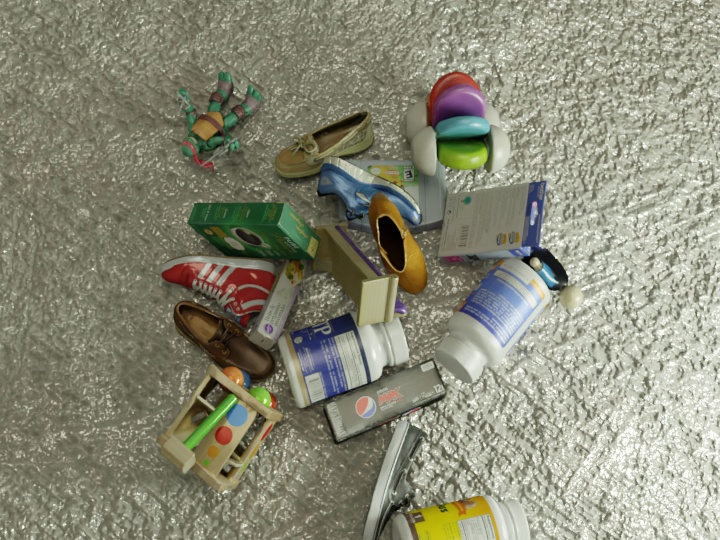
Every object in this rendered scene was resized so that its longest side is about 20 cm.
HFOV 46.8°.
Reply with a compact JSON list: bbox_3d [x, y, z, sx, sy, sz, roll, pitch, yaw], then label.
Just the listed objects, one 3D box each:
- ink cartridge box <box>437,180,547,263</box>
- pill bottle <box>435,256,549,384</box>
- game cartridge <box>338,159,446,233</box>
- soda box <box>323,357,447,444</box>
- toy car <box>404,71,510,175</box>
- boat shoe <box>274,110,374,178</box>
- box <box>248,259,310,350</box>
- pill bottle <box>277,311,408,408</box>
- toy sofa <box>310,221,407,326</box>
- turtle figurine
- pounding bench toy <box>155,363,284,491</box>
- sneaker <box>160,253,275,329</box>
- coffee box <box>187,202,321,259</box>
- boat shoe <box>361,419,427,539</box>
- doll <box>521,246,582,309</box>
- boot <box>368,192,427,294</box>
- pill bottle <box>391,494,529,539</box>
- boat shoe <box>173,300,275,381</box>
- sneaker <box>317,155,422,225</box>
[{"bbox_3d":[0.227,-0.080,1.406,0.197,0.042,0.122,-7,64,41],"label":"ink cartridge box"},{"bbox_3d":[0.215,0.085,1.382,0.112,0.112,0.200,40,74,12],"label":"pill bottle"},{"bbox_3d":[0.057,-0.132,1.493,0.195,0.041,0.137,-1,74,-2],"label":"game cartridge"},{"bbox_3d":[0.039,0.213,1.352,0.196,0.071,0.064,-21,75,-8],"label":"soda box"},{"bbox_3d":[0.170,-0.263,1.461,0.170,0.153,0.202,-2,39,-5],"label":"toy car"},{"bbox_3d":[-0.068,-0.232,1.501,0.197,0.063,0.074,-27,58,-14],"label":"boat shoe"},{"bbox_3d":[-0.129,0.037,1.390,0.038,0.041,0.203,30,53,-13],"label":"box"},{"bbox_3d":[-0.027,0.135,1.352,0.196,0.120,0.122,-18,72,-9],"label":"pill bottle"},{"bbox_3d":[0.000,0.000,1.363,0.096,0.085,0.200,-9,33,-25],"label":"toy sofa"},{"bbox_3d":[-0.270,-0.266,1.495,0.149,0.101,0.201,38,57,-5],"label":"turtle figurine"},{"bbox_3d":[-0.211,0.229,1.258,0.123,0.200,0.157,34,83,10],"label":"pounding bench toy"},{"bbox_3d":[-0.242,0.038,1.404,0.195,0.072,0.115,1,67,-4],"label":"sneaker"},{"bbox_3d":[-0.175,-0.065,1.374,0.196,0.123,0.045,2,64,34],"label":"coffee box"},{"bbox_3d":[0.058,0.340,1.315,0.065,0.070,0.203,18,64,6],"label":"boat shoe"},{"bbox_3d":[0.308,-0.015,1.423,0.049,0.135,0.201,-50,62,20],"label":"doll"},{"bbox_3d":[0.062,-0.022,1.358,0.069,0.145,0.204,-22,113,7],"label":"boot"},{"bbox_3d":[0.152,0.407,1.264,0.195,0.110,0.112,-9,71,-11],"label":"pill bottle"},{"bbox_3d":[-0.230,0.116,1.378,0.198,0.068,0.073,32,72,9],"label":"boat shoe"},{"bbox_3d":[0.014,-0.119,1.439,0.196,0.079,0.091,24,90,5],"label":"sneaker"}]
